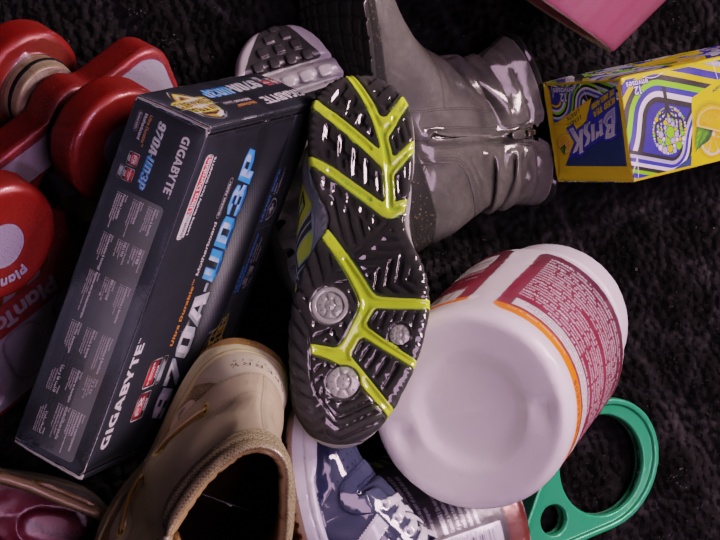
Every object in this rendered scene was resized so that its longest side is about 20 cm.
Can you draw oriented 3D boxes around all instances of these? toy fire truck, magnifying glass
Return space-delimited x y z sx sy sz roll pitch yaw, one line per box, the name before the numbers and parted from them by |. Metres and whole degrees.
toy fire truck | -0.172 -0.026 1.354 0.200 0.112 0.168 -40 137 -21
magnifying glass | 0.111 0.160 1.558 0.200 0.022 0.080 -47 113 -20

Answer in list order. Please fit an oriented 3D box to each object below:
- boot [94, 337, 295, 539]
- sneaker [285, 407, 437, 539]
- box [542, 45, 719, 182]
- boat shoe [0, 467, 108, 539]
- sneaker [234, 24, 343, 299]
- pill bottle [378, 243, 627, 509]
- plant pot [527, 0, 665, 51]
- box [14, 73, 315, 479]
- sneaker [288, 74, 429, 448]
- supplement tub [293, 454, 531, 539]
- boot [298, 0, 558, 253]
boot | -0.087 0.148 1.282 0.072 0.156 0.201 24 104 -14
sneaker | 0.033 0.156 1.341 0.108 0.070 0.201 -16 90 14
box | 0.210 -0.101 1.543 0.199 0.070 0.065 -15 101 -38
boat shoe | -0.217 0.132 1.350 0.199 0.066 0.075 6 90 -29
sneaker | -0.031 -0.040 1.439 0.075 0.081 0.201 -12 80 -14
pill bottle | 0.087 0.053 1.430 0.200 0.114 0.115 -37 118 -68
plant pot | 0.144 -0.236 1.459 0.199 0.200 0.180 31 95 -27
box | -0.100 -0.002 1.331 0.201 0.046 0.159 -69 164 15
sneaker | 0.000 0.000 1.349 0.075 0.076 0.201 6 72 -1
supplement tub | -0.008 0.169 1.444 0.199 0.107 0.108 -16 101 -26
boot | 0.044 -0.116 1.483 0.130 0.068 0.201 -26 111 -31
